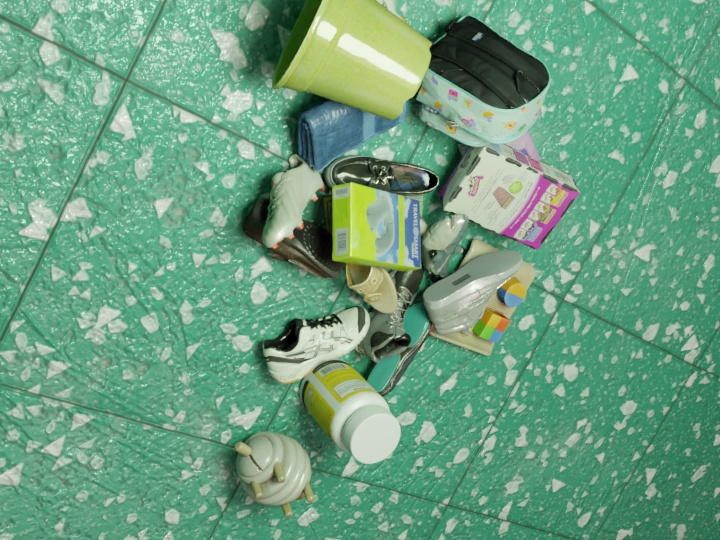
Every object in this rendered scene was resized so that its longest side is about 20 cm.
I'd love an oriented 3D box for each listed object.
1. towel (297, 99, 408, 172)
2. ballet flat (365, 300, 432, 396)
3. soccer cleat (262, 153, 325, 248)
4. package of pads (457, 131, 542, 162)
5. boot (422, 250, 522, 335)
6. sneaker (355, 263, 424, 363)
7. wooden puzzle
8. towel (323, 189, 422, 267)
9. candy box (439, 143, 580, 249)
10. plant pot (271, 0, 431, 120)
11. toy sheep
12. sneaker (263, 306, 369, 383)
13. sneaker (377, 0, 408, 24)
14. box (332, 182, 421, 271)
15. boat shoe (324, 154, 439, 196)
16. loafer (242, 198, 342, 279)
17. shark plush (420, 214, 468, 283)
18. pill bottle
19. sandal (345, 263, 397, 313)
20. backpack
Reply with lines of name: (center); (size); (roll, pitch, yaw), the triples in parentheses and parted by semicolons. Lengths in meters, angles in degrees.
towel: (-0.008, -0.243, 1.427); (0.200, 0.049, 0.112); (-30, 149, -21)
ballet flat: (0.075, 0.149, 1.661); (0.073, 0.073, 0.200); (40, 77, -35)
soccer cleat: (-0.118, -0.107, 1.395); (0.069, 0.200, 0.078); (-28, 113, 34)
package of pads: (0.265, -0.178, 1.618); (0.120, 0.076, 0.200); (-36, 123, -6)
boot: (0.211, 0.042, 1.634); (0.199, 0.074, 0.096); (-25, 126, -5)
sneaker: (0.072, 0.082, 1.597); (0.075, 0.115, 0.200); (30, 95, -34)
wooden puzzle: (0.240, 0.059, 1.717); (0.185, 0.046, 0.201); (21, 99, -36)
towel: (0.024, -0.079, 1.559); (0.199, 0.023, 0.144); (-10, 114, -25)
candy box: (0.256, -0.135, 1.548); (0.199, 0.061, 0.137); (21, 121, -20)
plant pot: (-0.004, -0.317, 1.309); (0.184, 0.200, 0.201); (24, 98, -17)
toy sheep: (-0.154, 0.350, 1.576); (0.138, 0.138, 0.200); (-43, 133, -6)
sneaker: (-0.076, 0.112, 1.544); (0.200, 0.076, 0.088); (-33, 123, -13)
sneaker: (0.011, -0.395, 1.386); (0.088, 0.076, 0.200); (-42, 123, -7)
box: (0.035, -0.066, 1.472); (0.200, 0.048, 0.122); (8, 79, -48)
boat shoe: (0.039, -0.159, 1.500); (0.199, 0.057, 0.069); (1, 90, -25)
loafer: (-0.112, -0.047, 1.476); (0.200, 0.071, 0.073); (37, 46, -29)
shark plush: (0.154, -0.023, 1.587); (0.083, 0.091, 0.200); (-19, 136, -6)
pill bottle: (-0.018, 0.245, 1.565); (0.114, 0.200, 0.115); (-11, 116, -24)
sandal: (-0.005, 0.000, 1.506); (0.070, 0.077, 0.212); (-49, 127, -47)
backpack: (0.198, -0.291, 1.443); (0.176, 0.200, 0.154); (-42, 151, -34)
